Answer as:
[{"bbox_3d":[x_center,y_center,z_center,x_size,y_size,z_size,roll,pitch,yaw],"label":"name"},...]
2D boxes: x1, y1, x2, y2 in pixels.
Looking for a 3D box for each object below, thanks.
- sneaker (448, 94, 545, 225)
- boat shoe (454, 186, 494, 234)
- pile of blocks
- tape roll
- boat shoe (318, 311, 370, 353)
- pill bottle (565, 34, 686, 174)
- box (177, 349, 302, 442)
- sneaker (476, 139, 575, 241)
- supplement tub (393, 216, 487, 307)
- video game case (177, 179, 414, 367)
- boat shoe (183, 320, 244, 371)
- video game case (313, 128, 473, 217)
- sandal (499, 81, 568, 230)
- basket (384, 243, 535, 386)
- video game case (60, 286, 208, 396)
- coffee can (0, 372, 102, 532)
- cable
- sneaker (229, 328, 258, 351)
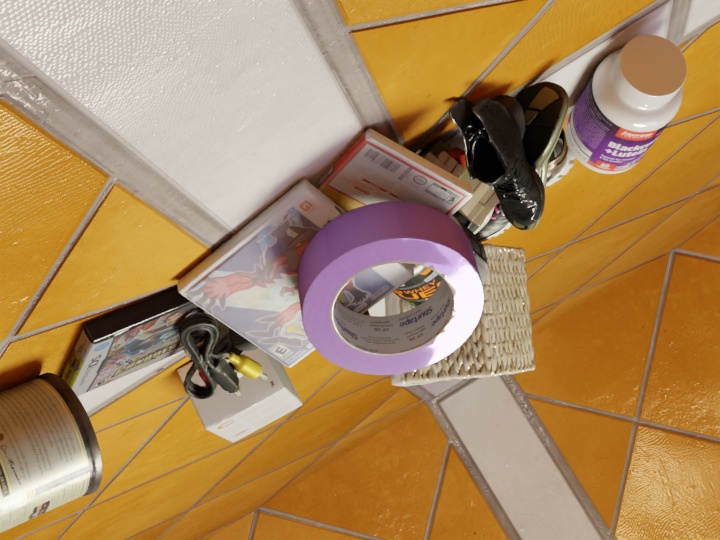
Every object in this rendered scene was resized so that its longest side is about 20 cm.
[{"bbox_3d":[0.156,-0.119,1.509,0.060,0.200,0.104,1,-146,29],"label":"sneaker"},{"bbox_3d":[0.142,-0.104,1.697,0.068,0.072,0.200,-14,154,-37],"label":"boat shoe"},{"bbox_3d":[0.115,-0.116,1.578,0.062,0.082,0.200,-51,157,1],"label":"pile of blocks"},{"bbox_3d":[0.032,0.022,1.456,0.200,0.066,0.200,-5,131,-6],"label":"tape roll"},{"bbox_3d":[-0.043,0.070,1.711,0.073,0.063,0.200,-14,-165,-23],"label":"boat shoe"},{"bbox_3d":[0.331,-0.207,1.641,0.111,0.112,0.200,-28,166,-15],"label":"pill bottle"},{"bbox_3d":[-0.170,0.169,1.909,0.124,0.098,0.200,-28,167,-2],"label":"box"},{"bbox_3d":[0.194,-0.112,1.776,0.200,0.074,0.087,-40,161,23],"label":"sneaker"},{"bbox_3d":[0.067,-0.027,1.624,0.122,0.123,0.200,-35,150,14],"label":"supplement tub"},{"bbox_3d":[-0.072,0.009,1.485,0.200,0.023,0.182,-37,126,23],"label":"video game case"},{"bbox_3d":[-0.134,0.068,1.698,0.200,0.065,0.072,-35,163,8],"label":"boat shoe"},{"bbox_3d":[0.007,-0.060,1.461,0.143,0.017,0.200,27,130,-26],"label":"video game case"},{"bbox_3d":[0.213,-0.141,1.591,0.057,0.080,0.201,-18,136,-27],"label":"sandal"},{"bbox_3d":[0.142,0.058,1.899,0.161,0.201,0.198,-7,176,25],"label":"basket"},{"bbox_3d":[-0.249,0.075,1.556,0.200,0.026,0.181,-23,164,-32],"label":"video game case"},{"bbox_3d":[-0.405,0.213,1.447,0.200,0.147,0.146,-21,163,-36],"label":"coffee can"},{"bbox_3d":[-0.188,0.101,1.615,0.097,0.050,0.200,-12,145,12],"label":"cable"},{"bbox_3d":[-0.119,0.030,1.583,0.091,0.078,0.200,-21,154,-48],"label":"sneaker"}]
